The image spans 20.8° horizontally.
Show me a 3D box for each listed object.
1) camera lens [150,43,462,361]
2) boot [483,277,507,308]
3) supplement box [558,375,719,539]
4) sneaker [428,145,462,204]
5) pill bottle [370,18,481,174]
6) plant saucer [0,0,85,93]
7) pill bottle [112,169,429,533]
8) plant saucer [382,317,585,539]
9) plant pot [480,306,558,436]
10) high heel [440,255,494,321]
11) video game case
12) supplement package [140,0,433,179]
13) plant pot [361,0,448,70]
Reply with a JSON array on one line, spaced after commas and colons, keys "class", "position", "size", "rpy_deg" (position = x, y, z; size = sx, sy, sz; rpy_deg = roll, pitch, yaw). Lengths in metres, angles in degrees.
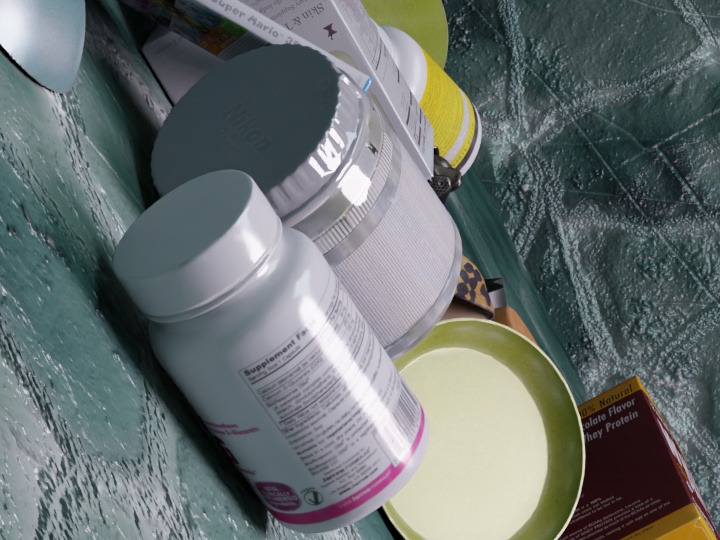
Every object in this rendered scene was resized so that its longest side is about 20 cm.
[{"class": "camera lens", "position": [-0.033, -0.036, 1.344], "size": [0.200, 0.159, 0.160], "rpy_deg": [53, 13, -43]}, {"class": "boot", "position": [0.108, 0.081, 1.869], "size": [0.200, 0.077, 0.139], "rpy_deg": [-53, 134, -84]}, {"class": "supplement box", "position": [0.218, 0.242, 1.791], "size": [0.133, 0.197, 0.200], "rpy_deg": [55, 11, -35]}, {"class": "sneaker", "position": [0.014, -0.098, 1.711], "size": [0.200, 0.114, 0.076], "rpy_deg": [55, 10, -26]}, {"class": "pill bottle", "position": [0.025, -0.156, 1.793], "size": [0.200, 0.111, 0.112], "rpy_deg": [38, 25, -57]}, {"class": "plant saucer", "position": [-0.217, -0.206, 1.211], "size": [0.202, 0.039, 0.201], "rpy_deg": [59, 10, -18]}, {"class": "pill bottle", "position": [-0.053, 0.047, 1.144], "size": [0.200, 0.113, 0.114], "rpy_deg": [57, 10, -28]}, {"class": "plant saucer", "position": [0.085, 0.138, 1.532], "size": [0.201, 0.200, 0.031], "rpy_deg": [61, -31, -4]}, {"class": "plant pot", "position": [0.098, 0.122, 1.663], "size": [0.201, 0.140, 0.200], "rpy_deg": [59, 9, -15]}, {"class": "high heel", "position": [0.035, 0.041, 1.550], "size": [0.142, 0.071, 0.200], "rpy_deg": [36, 42, -11]}, {"class": "video game case", "position": [-0.095, -0.172, 1.396], "size": [0.199, 0.018, 0.143], "rpy_deg": [29, -7, -12]}, {"class": "supplement package", "position": [-0.052, -0.143, 1.566], "size": [0.201, 0.151, 0.151], "rpy_deg": [59, 11, -14]}, {"class": "plant pot", "position": [-0.039, -0.224, 1.893], "size": [0.188, 0.187, 0.200], "rpy_deg": [63, 25, 6]}]
